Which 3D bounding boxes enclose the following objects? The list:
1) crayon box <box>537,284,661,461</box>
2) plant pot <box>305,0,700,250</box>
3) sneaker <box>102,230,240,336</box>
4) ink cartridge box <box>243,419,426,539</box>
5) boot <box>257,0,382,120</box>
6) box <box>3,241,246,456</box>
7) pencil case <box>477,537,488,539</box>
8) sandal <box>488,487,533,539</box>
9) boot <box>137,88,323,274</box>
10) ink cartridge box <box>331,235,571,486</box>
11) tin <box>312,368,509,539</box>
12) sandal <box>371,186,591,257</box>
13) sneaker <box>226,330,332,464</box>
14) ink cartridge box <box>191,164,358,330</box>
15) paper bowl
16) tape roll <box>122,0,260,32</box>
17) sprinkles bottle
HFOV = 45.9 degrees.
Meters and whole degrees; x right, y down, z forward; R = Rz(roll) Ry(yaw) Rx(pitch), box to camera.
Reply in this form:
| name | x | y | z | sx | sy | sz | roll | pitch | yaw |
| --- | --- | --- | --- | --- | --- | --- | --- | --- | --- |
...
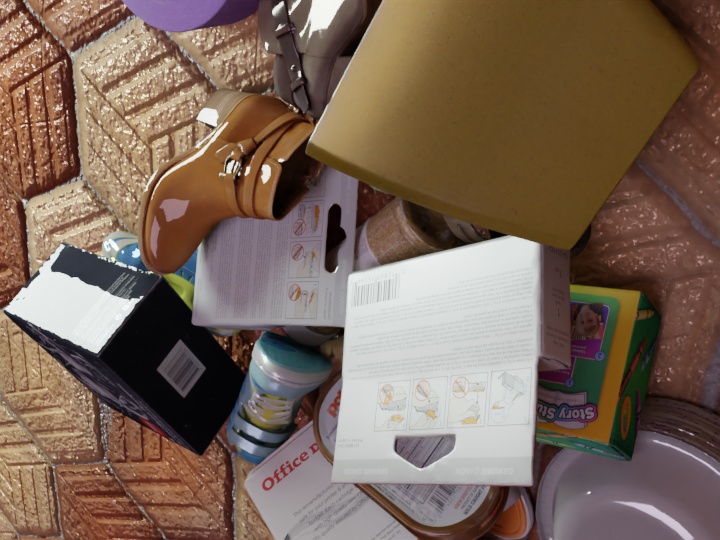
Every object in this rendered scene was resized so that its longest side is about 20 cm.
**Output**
| name | x | y | z | sx | sy | sz | roll | pitch | yaw |
| --- | --- | --- | --- | --- | --- | --- | --- | --- | --- |
| crayon box | 0.129 | 0.072 | 0.694 | 0.198 | 0.058 | 0.120 | 7 | 71 | 36 |
| plant pot | 0.108 | -0.130 | 0.571 | 0.175 | 0.200 | 0.201 | 33 | 112 | 4 |
| sneaker | -0.195 | -0.016 | 0.944 | 0.198 | 0.076 | 0.106 | 30 | 113 | 15 |
| ink cartridge box | 0.003 | 0.241 | 0.807 | 0.146 | 0.083 | 0.200 | -38 | 57 | -1 |
| boot | -0.028 | -0.228 | 0.724 | 0.145 | 0.070 | 0.203 | 15 | 113 | 38 |
| box | -0.251 | 0.086 | 0.933 | 0.181 | 0.105 | 0.201 | 16 | 150 | 38 |
| pencil case | 0.042 | 0.280 | 0.875 | 0.198 | 0.091 | 0.084 | 19 | 87 | 28 |
| sandal | 0.086 | 0.175 | 0.811 | 0.079 | 0.059 | 0.208 | -30 | 90 | 41 |
| boot | -0.120 | -0.067 | 0.779 | 0.154 | 0.073 | 0.202 | 28 | 95 | 41 |
| ink cartridge box | 0.064 | 0.075 | 0.648 | 0.199 | 0.044 | 0.179 | -13 | 66 | 45 |
| tin | 0.042 | 0.158 | 0.765 | 0.199 | 0.112 | 0.042 | 32 | 164 | 31 |
| sandal | 0.095 | -0.056 | 0.699 | 0.199 | 0.080 | 0.058 | 22 | 136 | 27 |
| sneaker | -0.084 | 0.134 | 0.825 | 0.079 | 0.200 | 0.132 | 20 | 89 | -3 |
| ink cartridge box | -0.074 | -0.026 | 0.820 | 0.198 | 0.050 | 0.165 | -1 | 82 | 33 |
| paper bowl | 0.237 | 0.214 | 0.687 | 0.199 | 0.104 | 0.203 | 15 | 117 | 33 |
| tape roll | -0.160 | -0.326 | 0.781 | 0.198 | 0.065 | 0.203 | 16 | 118 | 31 |
| sprinkles bottle | 0.000 | 0.000 | 0.796 | 0.200 | 0.068 | 0.069 | -38 | 85 | 40 |
